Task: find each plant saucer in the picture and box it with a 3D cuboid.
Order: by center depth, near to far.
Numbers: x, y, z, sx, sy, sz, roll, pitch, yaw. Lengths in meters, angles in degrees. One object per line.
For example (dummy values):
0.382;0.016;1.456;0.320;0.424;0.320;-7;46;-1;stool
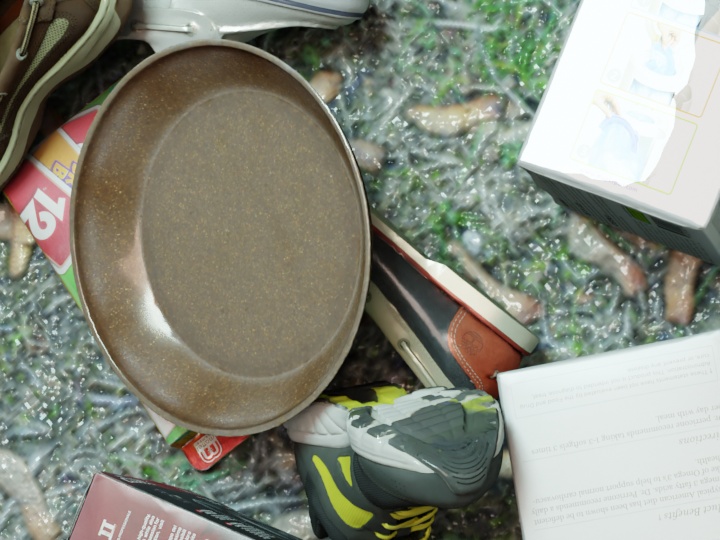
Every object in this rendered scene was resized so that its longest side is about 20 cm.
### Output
-0.065;-0.017;1.249;0.199;0.037;0.202;5;98;36;plant saucer

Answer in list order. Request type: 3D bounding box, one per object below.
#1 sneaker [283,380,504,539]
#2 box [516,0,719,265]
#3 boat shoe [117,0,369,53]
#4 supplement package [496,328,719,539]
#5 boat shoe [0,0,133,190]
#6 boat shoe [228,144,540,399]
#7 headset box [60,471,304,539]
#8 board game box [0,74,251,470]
0.022;0.103;1.203;0.074;0.200;0.085;-11;97;-18;sneaker
0.169;-0.118;1.220;0.101;0.112;0.201;21;87;18;box
-0.091;-0.135;1.316;0.198;0.071;0.070;6;96;16;boat shoe
0.146;0.143;1.184;0.116;0.117;0.202;-11;78;12;supplement package
-0.206;-0.103;1.299;0.202;0.075;0.075;-49;55;29;boat shoe
0.000;0.000;1.271;0.200;0.071;0.063;39;95;12;boat shoe
-0.053;0.167;1.215;0.199;0.149;0.078;20;86;15;headset box
-0.107;0.002;1.318;0.095;0.030;0.201;-37;77;7;board game box
